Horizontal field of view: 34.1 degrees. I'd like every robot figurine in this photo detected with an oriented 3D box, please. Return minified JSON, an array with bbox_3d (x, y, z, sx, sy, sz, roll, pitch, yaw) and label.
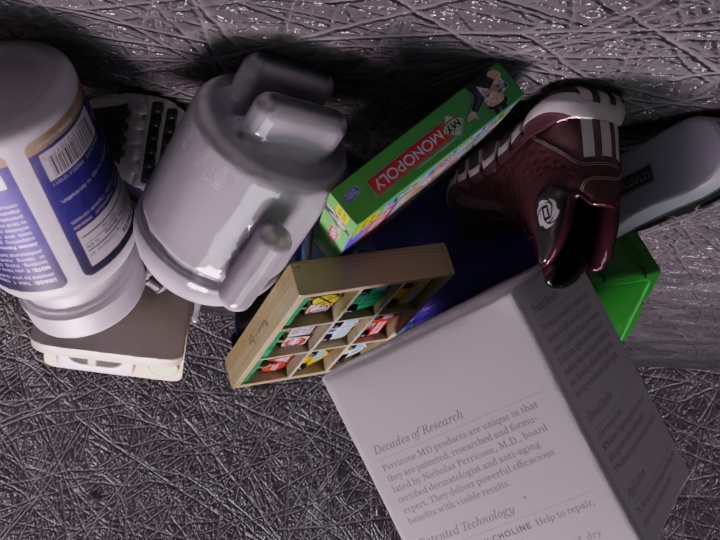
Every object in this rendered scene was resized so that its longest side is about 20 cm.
[{"bbox_3d":[-0.085,-0.054,0.807,0.113,0.170,0.200,14,131,-27],"label":"robot figurine"}]

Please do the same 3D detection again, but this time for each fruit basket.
[{"bbox_3d":[0.160,0.008,1.088,0.155,0.216,0.216,-7,-178,-35],"label":"fruit basket"}]

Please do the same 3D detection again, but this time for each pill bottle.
[{"bbox_3d":[-0.225,-0.051,0.826,0.116,0.116,0.200,5,138,17],"label":"pill bottle"}]

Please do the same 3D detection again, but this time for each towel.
[{"bbox_3d":[0.107,0.013,0.976,0.148,0.200,0.050,-26,-179,34],"label":"towel"}]

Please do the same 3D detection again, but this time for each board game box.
[{"bbox_3d":[0.032,-0.066,0.806,0.029,0.135,0.200,50,172,1],"label":"board game box"}]

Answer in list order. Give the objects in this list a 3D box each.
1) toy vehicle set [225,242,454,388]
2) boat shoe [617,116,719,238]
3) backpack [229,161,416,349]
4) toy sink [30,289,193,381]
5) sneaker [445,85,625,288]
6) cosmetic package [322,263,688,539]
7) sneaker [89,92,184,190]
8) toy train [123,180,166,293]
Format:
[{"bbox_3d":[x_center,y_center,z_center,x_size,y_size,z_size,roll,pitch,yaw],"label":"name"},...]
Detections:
[{"bbox_3d":[-0.022,0.039,0.915,0.124,0.027,0.200,-8,159,-24],"label":"toy vehicle set"},{"bbox_3d":[0.200,-0.056,0.847,0.057,0.069,0.200,4,165,-35],"label":"boat shoe"},{"bbox_3d":[0.000,0.000,1.092,0.200,0.183,0.147,13,158,-28],"label":"backpack"},{"bbox_3d":[-0.219,0.028,1.077,0.130,0.200,0.112,7,139,-8],"label":"toy sink"},{"bbox_3d":[0.116,-0.033,0.806,0.076,0.116,0.200,4,158,-17],"label":"sneaker"},{"bbox_3d":[0.113,0.117,0.867,0.166,0.200,0.167,-28,177,27],"label":"cosmetic package"},{"bbox_3d":[-0.157,-0.095,0.956,0.081,0.075,0.200,13,178,37],"label":"sneaker"},{"bbox_3d":[-0.232,-0.061,0.973,0.200,0.114,0.087,37,124,-17],"label":"toy train"}]
